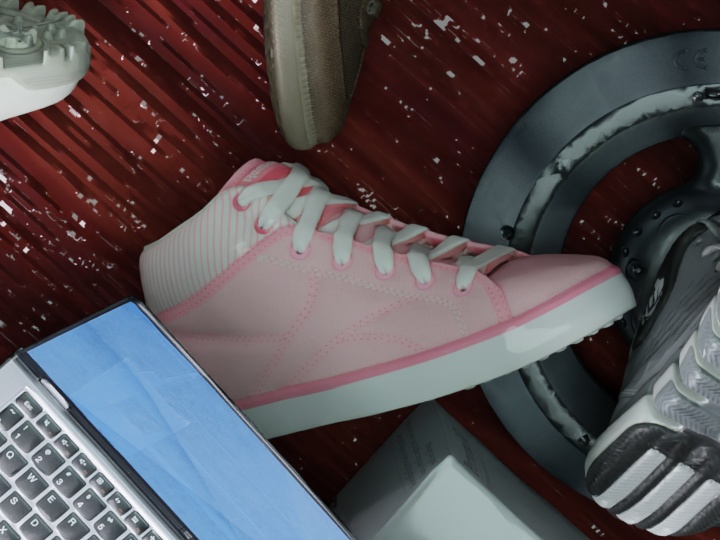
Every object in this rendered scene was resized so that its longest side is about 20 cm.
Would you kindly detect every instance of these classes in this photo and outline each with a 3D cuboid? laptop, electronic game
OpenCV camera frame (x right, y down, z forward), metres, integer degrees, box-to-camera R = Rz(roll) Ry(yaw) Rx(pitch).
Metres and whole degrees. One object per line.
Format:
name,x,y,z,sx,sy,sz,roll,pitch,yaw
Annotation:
laptop,-0.087,0.126,0.832,0.200,0.116,0.187,-40,99,9
electronic game,0.138,0.005,0.929,0.199,0.042,0.201,1,103,4

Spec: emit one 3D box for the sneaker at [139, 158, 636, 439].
sneaker,0.000,0.000,0.890,0.200,0.075,0.105,-15,93,27

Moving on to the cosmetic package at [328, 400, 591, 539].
cosmetic package,0.076,0.151,0.921,0.200,0.113,0.081,43,95,-10

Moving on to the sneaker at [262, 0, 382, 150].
sneaker,0.001,-0.146,0.893,0.075,0.070,0.201,0,99,-4

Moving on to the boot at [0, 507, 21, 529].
boot,-0.176,0.154,0.937,0.199,0.070,0.147,-8,105,-1

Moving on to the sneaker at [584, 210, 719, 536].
sneaker,0.152,0.000,0.833,0.075,0.116,0.200,33,131,-17

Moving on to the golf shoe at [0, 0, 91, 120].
golf shoe,-0.196,-0.050,0.907,0.199,0.078,0.098,-9,116,4
